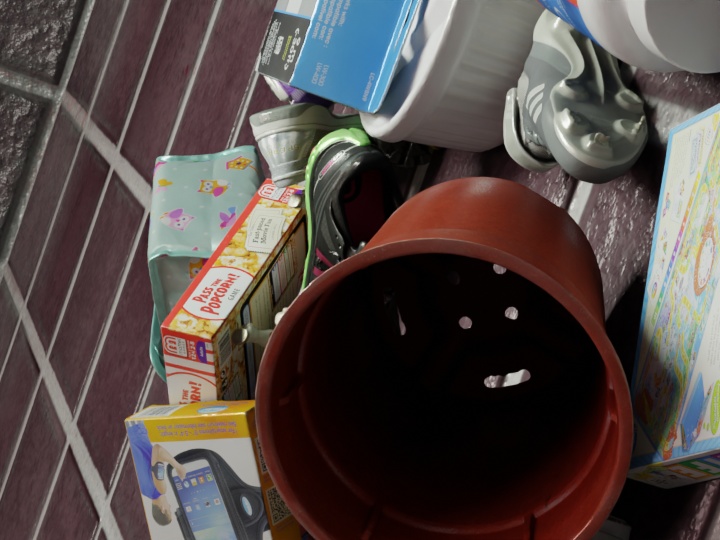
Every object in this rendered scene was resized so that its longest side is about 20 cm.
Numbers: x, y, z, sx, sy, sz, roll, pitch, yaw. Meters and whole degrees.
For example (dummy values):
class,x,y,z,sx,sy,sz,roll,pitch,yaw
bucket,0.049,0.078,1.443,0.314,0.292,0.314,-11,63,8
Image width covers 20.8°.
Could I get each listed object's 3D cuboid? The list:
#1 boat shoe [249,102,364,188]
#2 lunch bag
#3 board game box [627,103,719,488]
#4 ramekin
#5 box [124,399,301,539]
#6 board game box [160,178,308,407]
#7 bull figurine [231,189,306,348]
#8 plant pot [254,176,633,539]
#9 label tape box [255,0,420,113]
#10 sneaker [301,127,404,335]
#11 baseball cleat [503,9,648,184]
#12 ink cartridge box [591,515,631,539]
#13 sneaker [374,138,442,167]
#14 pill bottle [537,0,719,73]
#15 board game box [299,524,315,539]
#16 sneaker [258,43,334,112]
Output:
class,x,y,z,sx,sy,sz,roll,pitch,yaw
boat shoe,-0.029,-0.090,1.570,0.202,0.074,0.065,11,-111,-72
lunch bag,-0.128,0.017,1.752,0.171,0.121,0.201,-94,-1,-53
board game box,0.194,0.005,1.017,0.134,0.034,0.202,152,133,-65
ramekin,0.079,-0.178,1.404,0.202,0.093,0.204,-161,90,-74
box,-0.103,0.200,1.477,0.118,0.041,0.202,-6,99,34
board game box,-0.090,0.047,1.564,0.200,0.046,0.153,-58,-26,-47
bull figurine,-0.029,0.039,1.510,0.065,0.121,0.202,3,66,38
plant pot,0.058,0.046,1.103,0.202,0.199,0.195,-64,0,22
label tape box,-0.011,-0.198,1.440,0.200,0.066,0.145,-143,71,-75
sneaker,0.000,0.000,1.424,0.084,0.076,0.202,-151,50,-64
baseball cleat,0.134,-0.090,1.244,0.201,0.069,0.107,-83,13,-57
ink cartridge box,0.066,0.241,1.123,0.197,0.047,0.202,-15,56,58
sneaker,0.041,-0.183,1.550,0.085,0.077,0.202,-166,93,-72
pill bottle,0.167,-0.179,1.138,0.200,0.111,0.113,-125,55,-67
board game box,-0.070,0.276,1.549,0.103,0.019,0.202,-142,71,-71
sneaker,-0.012,-0.199,1.630,0.083,0.081,0.200,-36,10,46
